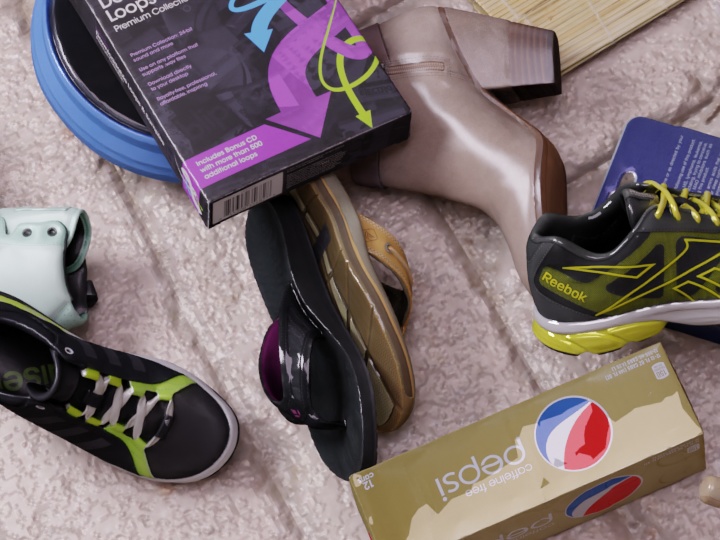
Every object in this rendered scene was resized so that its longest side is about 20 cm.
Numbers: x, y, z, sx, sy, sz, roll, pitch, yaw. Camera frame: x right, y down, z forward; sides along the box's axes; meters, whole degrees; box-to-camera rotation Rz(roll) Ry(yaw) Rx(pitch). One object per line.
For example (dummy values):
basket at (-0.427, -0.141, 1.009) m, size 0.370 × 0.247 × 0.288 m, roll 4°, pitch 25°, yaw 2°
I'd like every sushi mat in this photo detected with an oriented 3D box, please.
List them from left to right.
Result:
sushi mat at (0.170, -0.201, 1.605) m, size 0.199 × 0.012 × 0.096 m, roll -32°, pitch 64°, yaw -5°

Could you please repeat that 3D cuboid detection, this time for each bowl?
bowl at (-0.109, -0.154, 1.588) m, size 0.199 × 0.039 × 0.202 m, roll 3°, pitch 66°, yaw -7°

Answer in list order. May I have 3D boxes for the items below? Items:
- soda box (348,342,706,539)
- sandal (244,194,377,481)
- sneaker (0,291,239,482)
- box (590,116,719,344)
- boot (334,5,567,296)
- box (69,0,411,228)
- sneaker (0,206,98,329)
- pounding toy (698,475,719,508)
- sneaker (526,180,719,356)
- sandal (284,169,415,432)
soda box at (0.097, 0.117, 1.451) m, size 0.199 × 0.068 × 0.064 m, roll -24°, pitch 66°, yaw -1°
sandal at (-0.041, 0.045, 1.500) m, size 0.048 × 0.076 × 0.201 m, roll -6°, pitch 54°, yaw -25°
sneaker at (-0.169, 0.075, 1.479) m, size 0.199 × 0.083 × 0.072 m, roll 23°, pitch 97°, yaw -1°
box at (0.236, -0.012, 1.504) m, size 0.199 × 0.032 × 0.122 m, roll 18°, pitch 71°, yaw 15°
boot at (0.052, -0.070, 1.547) m, size 0.145 × 0.070 × 0.202 m, roll -5°, pitch 65°, yaw 14°
box at (-0.078, -0.136, 1.532) m, size 0.142 × 0.036 × 0.201 m, roll -25°, pitch 64°, yaw -17°
sneaker at (-0.229, -0.040, 1.567) m, size 0.117 × 0.074 × 0.202 m, roll -19°, pitch 75°, yaw 8°
pounding toy at (0.297, 0.178, 1.331) m, size 0.183 × 0.143 × 0.200 m, roll -27°, pitch 65°, yaw -19°
sneaker at (0.188, -0.015, 1.437) m, size 0.199 × 0.085 × 0.075 m, roll -20°, pitch 32°, yaw 1°
sandal at (0.000, 0.000, 1.522) m, size 0.054 × 0.080 × 0.201 m, roll -8°, pitch 62°, yaw -25°
